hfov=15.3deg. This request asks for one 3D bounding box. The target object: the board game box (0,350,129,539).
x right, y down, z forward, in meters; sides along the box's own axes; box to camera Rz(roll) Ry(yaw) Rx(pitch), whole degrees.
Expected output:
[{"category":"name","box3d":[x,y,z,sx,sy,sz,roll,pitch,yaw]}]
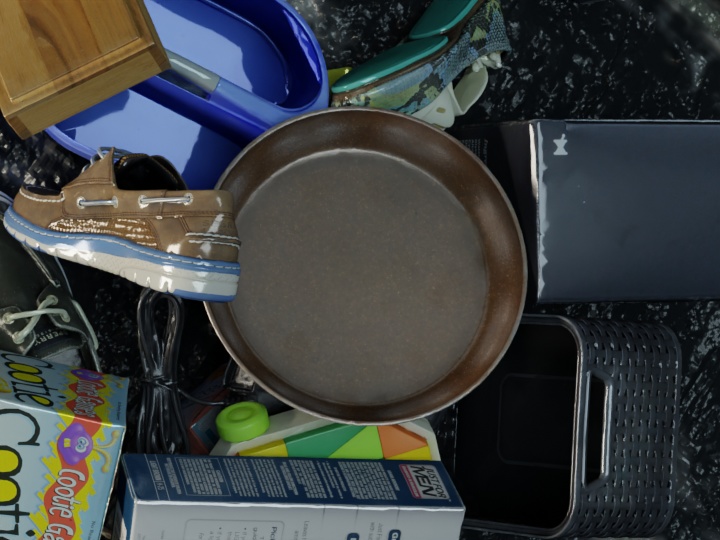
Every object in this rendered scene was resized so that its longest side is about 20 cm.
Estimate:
[{"category":"board game box","box3d":[-0.245,0.102,1.579,0.200,0.105,0.103,13,102,-7]}]

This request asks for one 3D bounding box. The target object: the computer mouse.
[{"category":"computer mouse","box3d":[-0.047,0.047,1.655,0.199,0.046,0.141,-8,103,-11]}]

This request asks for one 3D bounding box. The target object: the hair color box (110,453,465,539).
[{"category":"hair color box","box3d":[-0.047,0.167,1.590,0.199,0.061,0.100,3,115,-15]}]

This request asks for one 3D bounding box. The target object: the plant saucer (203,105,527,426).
[{"category":"plant saucer","box3d":[0.000,0.000,1.610,0.200,0.034,0.201,2,71,-7]}]

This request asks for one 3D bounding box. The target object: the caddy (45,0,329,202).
[{"category":"caddy","box3d":[-0.118,-0.122,1.653,0.200,0.105,0.142,26,83,-9]}]

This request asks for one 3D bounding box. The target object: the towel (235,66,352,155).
[{"category":"towel","box3d":[-0.033,-0.026,1.723,0.086,0.018,0.201,-8,86,3]}]

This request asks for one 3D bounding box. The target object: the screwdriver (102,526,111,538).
[{"category":"screwdriver","box3d":[-0.236,0.116,1.666,0.200,0.029,0.028,34,77,-22]}]

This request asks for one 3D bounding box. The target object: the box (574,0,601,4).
[{"category":"box","box3d":[0.135,-0.297,1.772,0.200,0.107,0.149,38,77,-19]}]

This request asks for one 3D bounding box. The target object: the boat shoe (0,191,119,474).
[{"category":"boat shoe","box3d":[-0.197,0.039,1.658,0.071,0.064,0.200,-28,100,-20]}]

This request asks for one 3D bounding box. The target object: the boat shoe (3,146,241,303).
[{"category":"boat shoe","box3d":[-0.135,-0.034,1.584,0.072,0.200,0.073,8,96,-46]}]

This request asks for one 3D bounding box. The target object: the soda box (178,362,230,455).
[{"category":"soda box","box3d":[-0.040,0.153,1.720,0.064,0.068,0.200,-41,104,-17]}]

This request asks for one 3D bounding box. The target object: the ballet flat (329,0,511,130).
[{"category":"ballet flat","box3d":[0.047,-0.123,1.716,0.200,0.074,0.074,-42,108,-51]}]

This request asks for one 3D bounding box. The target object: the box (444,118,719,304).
[{"category":"box","box3d":[0.157,-0.038,1.731,0.196,0.200,0.118,-1,90,-22]}]

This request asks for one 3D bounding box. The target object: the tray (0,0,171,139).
[{"category":"tray","box3d":[-0.195,-0.186,1.602,0.098,0.037,0.200,-26,65,3]}]

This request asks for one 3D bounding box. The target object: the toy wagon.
[{"category":"toy wagon","box3d":[-0.046,0.151,1.640,0.200,0.040,0.155,-16,116,-7]}]

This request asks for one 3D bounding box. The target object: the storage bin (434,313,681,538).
[{"category":"storage bin","box3d":[0.098,0.095,1.696,0.094,0.200,0.136,4,88,-41]}]
